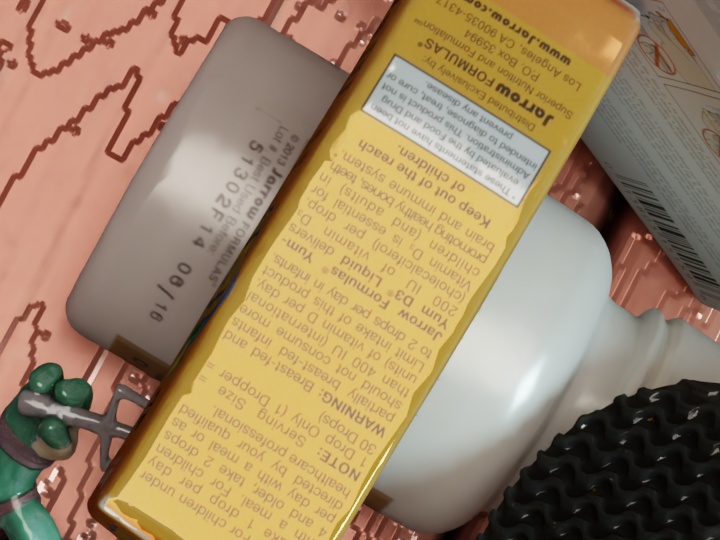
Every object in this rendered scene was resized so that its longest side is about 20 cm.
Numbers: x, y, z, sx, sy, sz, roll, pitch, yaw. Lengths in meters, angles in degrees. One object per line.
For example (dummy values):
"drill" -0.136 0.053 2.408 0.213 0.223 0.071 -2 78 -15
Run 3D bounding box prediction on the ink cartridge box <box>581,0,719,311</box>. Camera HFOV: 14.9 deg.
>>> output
"ink cartridge box" 0.108 -0.057 0.830 0.044 0.173 0.200 -44 115 -12

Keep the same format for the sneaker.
"sneaker" 0.065 0.127 0.809 0.070 0.090 0.201 22 71 34

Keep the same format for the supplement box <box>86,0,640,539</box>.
"supplement box" 0.000 0.000 0.782 0.069 0.067 0.201 30 79 -4

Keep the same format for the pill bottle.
"pill bottle" 0.017 0.017 0.874 0.199 0.114 0.115 31 83 -4

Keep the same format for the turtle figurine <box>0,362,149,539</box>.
"turtle figurine" -0.124 0.112 0.857 0.199 0.101 0.151 1 67 9
